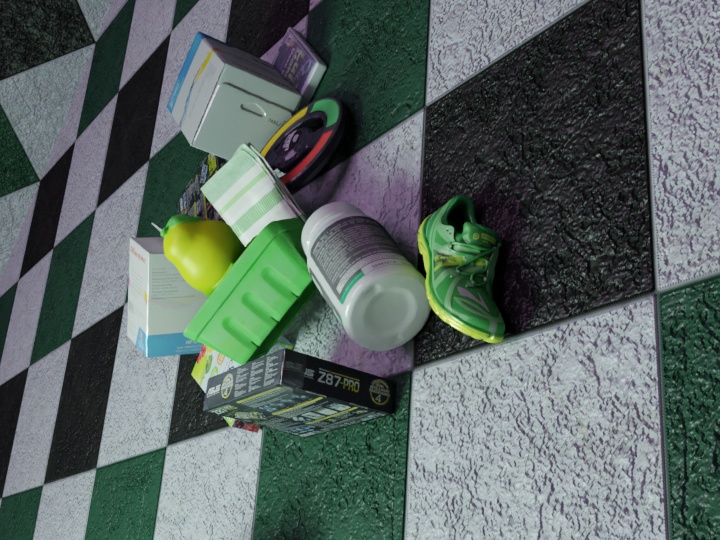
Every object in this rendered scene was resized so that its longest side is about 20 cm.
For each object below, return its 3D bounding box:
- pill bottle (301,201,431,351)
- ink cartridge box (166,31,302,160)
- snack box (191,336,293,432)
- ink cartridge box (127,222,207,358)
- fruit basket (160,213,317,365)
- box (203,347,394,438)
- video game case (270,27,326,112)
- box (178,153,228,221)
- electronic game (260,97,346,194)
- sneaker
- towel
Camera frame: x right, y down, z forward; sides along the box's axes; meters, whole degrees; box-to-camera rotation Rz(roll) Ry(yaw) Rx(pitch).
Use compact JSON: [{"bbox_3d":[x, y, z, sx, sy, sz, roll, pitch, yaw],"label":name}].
[{"bbox_3d":[0.000,0.000,1.151,0.114,0.112,0.200,-61,33,18],"label":"pill bottle"},{"bbox_3d":[-0.214,-0.282,1.566,0.147,0.146,0.200,-62,31,16],"label":"ink cartridge box"},{"bbox_3d":[-0.185,0.138,1.435,0.200,0.053,0.144,33,104,58],"label":"snack box"},{"bbox_3d":[-0.316,0.027,1.582,0.128,0.124,0.203,27,115,59],"label":"ink cartridge box"},{"bbox_3d":[-0.172,0.000,1.272,0.218,0.214,0.155,-65,-11,10],"label":"fruit basket"},{"bbox_3d":[-0.079,0.156,1.151,0.199,0.160,0.050,-26,53,51],"label":"box"},{"bbox_3d":[-0.136,-0.297,1.610,0.201,0.023,0.182,-60,33,20],"label":"video game case"},{"bbox_3d":[-0.276,-0.107,1.718,0.160,0.044,0.201,-49,38,33],"label":"box"},{"bbox_3d":[-0.099,-0.183,1.421,0.199,0.042,0.201,-33,32,24],"label":"electronic game"},{"bbox_3d":[0.112,-0.007,1.012,0.084,0.073,0.201,-54,35,33],"label":"sneaker"},{"bbox_3d":[-0.142,-0.074,1.377,0.152,0.201,0.023,-35,3,46],"label":"towel"}]
